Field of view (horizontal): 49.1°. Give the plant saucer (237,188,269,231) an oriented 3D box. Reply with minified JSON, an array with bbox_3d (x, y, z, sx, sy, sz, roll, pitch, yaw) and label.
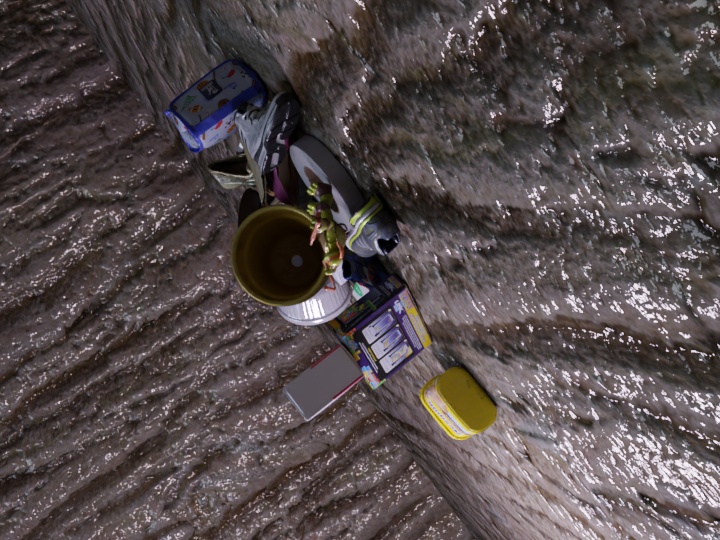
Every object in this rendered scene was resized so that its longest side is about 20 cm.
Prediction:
[{"bbox_3d":[-0.225,-0.083,1.751,0.200,0.036,0.201,-1,-90,-81],"label":"plant saucer"}]

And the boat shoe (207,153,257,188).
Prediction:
[{"bbox_3d":[-0.251,-0.225,1.735,0.199,0.074,0.063,-10,148,33],"label":"boat shoe"}]

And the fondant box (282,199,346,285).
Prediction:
[{"bbox_3d":[-0.091,-0.076,1.819,0.144,0.058,0.200,43,167,36],"label":"fondant box"}]

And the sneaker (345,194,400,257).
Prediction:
[{"bbox_3d":[0.024,-0.056,1.362,0.081,0.074,0.200,47,170,11],"label":"sneaker"}]

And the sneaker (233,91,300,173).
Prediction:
[{"bbox_3d":[-0.179,-0.268,1.395,0.115,0.076,0.201,48,149,10],"label":"sneaker"}]

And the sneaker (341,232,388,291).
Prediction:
[{"bbox_3d":[0.000,0.000,1.622,0.075,0.078,0.200,39,163,52],"label":"sneaker"}]

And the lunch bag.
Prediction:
[{"bbox_3d":[-0.277,-0.316,1.522,0.124,0.170,0.200,55,171,-21],"label":"lunch bag"}]

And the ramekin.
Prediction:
[{"bbox_3d":[-0.126,0.035,1.994,0.202,0.202,0.094,43,155,40],"label":"ramekin"}]

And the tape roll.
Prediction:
[{"bbox_3d":[-0.058,-0.159,1.461,0.203,0.037,0.203,51,170,13],"label":"tape roll"}]

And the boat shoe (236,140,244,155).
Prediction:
[{"bbox_3d":[-0.227,-0.252,1.826,0.093,0.075,0.200,37,169,5],"label":"boat shoe"}]

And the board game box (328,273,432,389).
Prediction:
[{"bbox_3d":[0.045,0.126,1.607,0.057,0.165,0.200,42,166,43],"label":"board game box"}]

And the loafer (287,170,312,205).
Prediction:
[{"bbox_3d":[-0.173,-0.223,1.646,0.200,0.070,0.070,52,171,3],"label":"loafer"}]

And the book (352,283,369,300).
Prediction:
[{"bbox_3d":[0.060,0.103,1.820,0.200,0.048,0.134,52,166,11],"label":"book"}]

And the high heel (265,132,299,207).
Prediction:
[{"bbox_3d":[-0.137,-0.203,1.535,0.096,0.067,0.200,46,156,10],"label":"high heel"}]

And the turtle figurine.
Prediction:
[{"bbox_3d":[-0.054,-0.070,1.334,0.200,0.064,0.162,75,-178,-56],"label":"turtle figurine"}]

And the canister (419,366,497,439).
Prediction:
[{"bbox_3d":[0.205,0.281,1.661,0.149,0.086,0.200,50,168,9],"label":"canister"}]

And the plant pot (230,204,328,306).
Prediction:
[{"bbox_3d":[-0.148,-0.026,1.632,0.201,0.201,0.189,51,-177,6],"label":"plant pot"}]

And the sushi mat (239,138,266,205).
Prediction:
[{"bbox_3d":[-0.224,-0.234,1.635,0.096,0.012,0.201,98,156,-51],"label":"sushi mat"}]

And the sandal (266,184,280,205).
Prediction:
[{"bbox_3d":[-0.181,-0.188,1.769,0.054,0.080,0.200,44,166,-15],"label":"sandal"}]

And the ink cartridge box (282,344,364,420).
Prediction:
[{"bbox_3d":[-0.075,0.230,1.609,0.083,0.146,0.200,51,172,6],"label":"ink cartridge box"}]
